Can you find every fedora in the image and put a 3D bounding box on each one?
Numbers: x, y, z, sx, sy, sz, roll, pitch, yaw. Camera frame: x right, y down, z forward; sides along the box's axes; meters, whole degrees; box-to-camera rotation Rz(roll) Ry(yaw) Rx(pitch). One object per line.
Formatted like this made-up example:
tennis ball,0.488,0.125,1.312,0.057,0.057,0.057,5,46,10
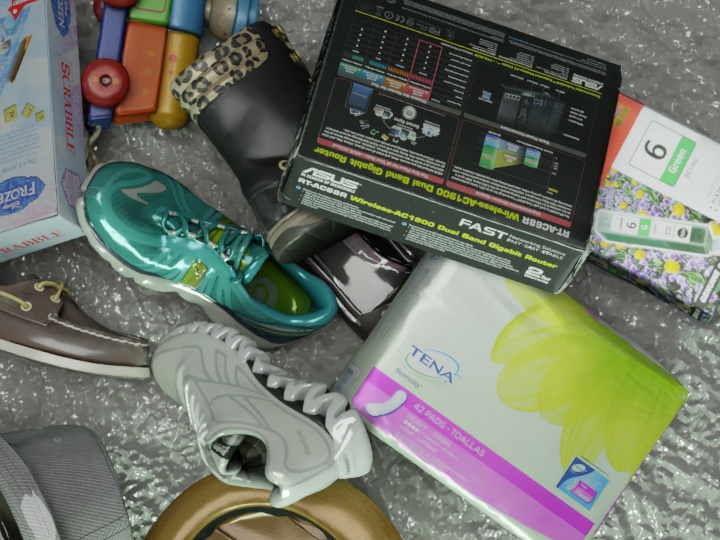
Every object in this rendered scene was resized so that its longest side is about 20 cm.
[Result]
fedora,-0.210,0.162,1.502,0.090,0.200,0.178,-23,101,-26
fedora,-0.051,0.225,1.506,0.200,0.082,0.202,-1,82,5

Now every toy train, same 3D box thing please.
toy train,-0.139,-0.115,1.571,0.115,0.085,0.201,8,83,-7

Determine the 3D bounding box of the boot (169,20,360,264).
boot,-0.019,-0.105,1.525,0.200,0.073,0.151,-31,75,-30

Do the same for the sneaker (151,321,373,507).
sneaker,-0.083,0.094,1.486,0.081,0.075,0.200,-34,38,-28

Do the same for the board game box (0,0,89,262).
board game box,-0.282,-0.095,1.543,0.199,0.041,0.200,-16,66,24

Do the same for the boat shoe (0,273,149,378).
boat shoe,-0.236,0.030,1.560,0.199,0.072,0.060,13,86,13

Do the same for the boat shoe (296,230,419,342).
boat shoe,0.000,0.000,1.546,0.200,0.057,0.067,43,88,10

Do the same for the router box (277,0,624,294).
router box,0.061,-0.088,1.456,0.199,0.062,0.150,18,59,-4

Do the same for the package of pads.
package of pads,0.100,0.080,1.498,0.200,0.068,0.155,35,87,-7

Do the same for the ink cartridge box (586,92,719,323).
ink cartridge box,0.176,-0.059,1.540,0.199,0.050,0.109,28,85,8

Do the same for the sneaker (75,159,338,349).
sneaker,-0.098,-0.016,1.504,0.200,0.080,0.078,31,68,-27
